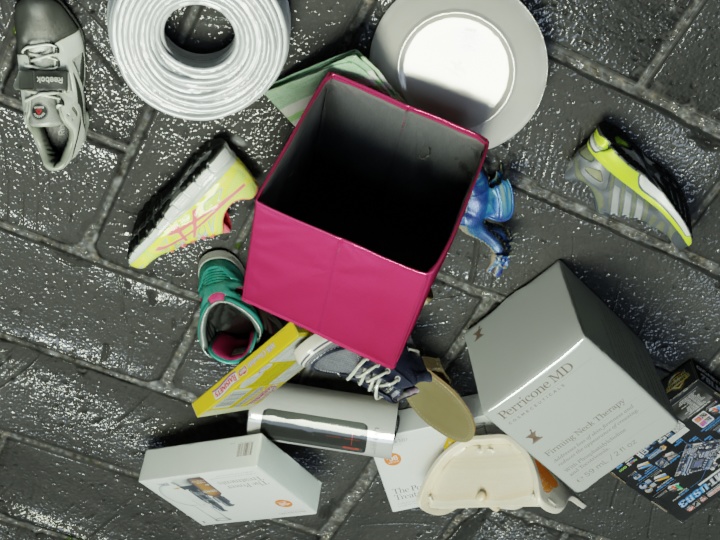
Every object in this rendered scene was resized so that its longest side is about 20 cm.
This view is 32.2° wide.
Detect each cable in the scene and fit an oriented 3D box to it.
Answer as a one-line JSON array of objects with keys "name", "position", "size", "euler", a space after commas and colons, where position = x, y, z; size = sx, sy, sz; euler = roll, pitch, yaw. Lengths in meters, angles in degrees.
[{"name": "cable", "position": [-0.174, -0.259, 1.334], "size": [0.199, 0.070, 0.200], "euler": [-29, 123, 18]}]

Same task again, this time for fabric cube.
[{"name": "fabric cube", "position": [0.003, -0.051, 1.353], "size": [0.198, 0.197, 0.200], "euler": [23, 146, 5]}]

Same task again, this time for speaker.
[{"name": "speaker", "position": [-0.047, 0.196, 1.656], "size": [0.198, 0.082, 0.082], "euler": [9, 127, 2]}]

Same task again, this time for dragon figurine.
[{"name": "dragon figurine", "position": [0.149, -0.091, 1.476], "size": [0.098, 0.059, 0.202], "euler": [2, 116, -5]}]

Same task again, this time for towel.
[{"name": "towel", "position": [0.002, -0.155, 1.415], "size": [0.152, 0.024, 0.200], "euler": [-15, 131, 40]}]

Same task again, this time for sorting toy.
[{"name": "sorting toy", "position": [0.211, 0.291, 1.681], "size": [0.199, 0.108, 0.180], "euler": [-10, 149, 40]}]

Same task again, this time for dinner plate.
[{"name": "dinner plate", "position": [0.106, -0.221, 1.370], "size": [0.198, 0.024, 0.202], "euler": [3, 114, 8]}]

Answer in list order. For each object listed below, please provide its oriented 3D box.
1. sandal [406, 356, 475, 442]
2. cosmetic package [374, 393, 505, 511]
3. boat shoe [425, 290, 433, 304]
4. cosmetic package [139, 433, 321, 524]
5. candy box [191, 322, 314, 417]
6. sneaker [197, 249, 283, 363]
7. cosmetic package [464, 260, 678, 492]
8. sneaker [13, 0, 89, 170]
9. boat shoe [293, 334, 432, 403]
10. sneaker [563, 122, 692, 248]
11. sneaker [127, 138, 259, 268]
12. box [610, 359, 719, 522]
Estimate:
[{"name": "sandal", "position": [0.080, 0.131, 1.643], "size": [0.211, 0.070, 0.078], "euler": [38, 135, -2]}, {"name": "cosmetic package", "position": [0.121, 0.253, 1.742], "size": [0.198, 0.052, 0.152], "euler": [-13, 124, 8]}, {"name": "boat shoe", "position": [0.000, 0.000, 1.537], "size": [0.199, 0.073, 0.065], "euler": [32, 119, -30]}, {"name": "cosmetic package", "position": [-0.176, 0.287, 1.696], "size": [0.198, 0.052, 0.151], "euler": [-12, 143, 30]}, {"name": "candy box", "position": [-0.111, 0.119, 1.531], "size": [0.200, 0.027, 0.102], "euler": [-39, 161, 31]}, {"name": "sneaker", "position": [-0.144, 0.083, 1.559], "size": [0.083, 0.121, 0.201], "euler": [-21, 125, 13]}, {"name": "cosmetic package", "position": [0.263, 0.135, 1.583], "size": [0.167, 0.167, 0.200], "euler": [-39, 119, 21]}, {"name": "sneaker", "position": [-0.337, -0.201, 1.361], "size": [0.073, 0.089, 0.202], "euler": [-4, 126, 2]}, {"name": "boat shoe", "position": [0.011, 0.114, 1.504], "size": [0.199, 0.093, 0.075], "euler": [-6, 147, -49]}, {"name": "sneaker", "position": [0.324, -0.091, 1.490], "size": [0.200, 0.074, 0.081], "euler": [40, 126, -21]}, {"name": "sneaker", "position": [-0.199, -0.060, 1.478], "size": [0.090, 0.079, 0.200], "euler": [36, 117, -28]}, {"name": "box", "position": [0.457, 0.243, 1.749], "size": [0.198, 0.050, 0.200], "euler": [33, 119, -25]}]
